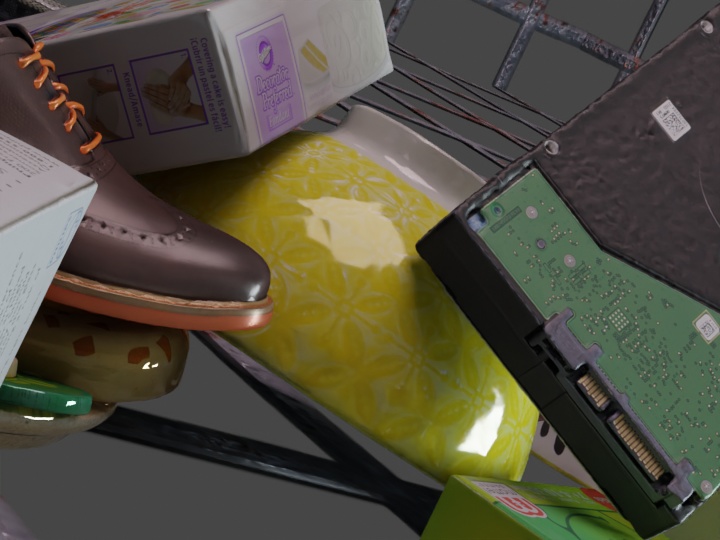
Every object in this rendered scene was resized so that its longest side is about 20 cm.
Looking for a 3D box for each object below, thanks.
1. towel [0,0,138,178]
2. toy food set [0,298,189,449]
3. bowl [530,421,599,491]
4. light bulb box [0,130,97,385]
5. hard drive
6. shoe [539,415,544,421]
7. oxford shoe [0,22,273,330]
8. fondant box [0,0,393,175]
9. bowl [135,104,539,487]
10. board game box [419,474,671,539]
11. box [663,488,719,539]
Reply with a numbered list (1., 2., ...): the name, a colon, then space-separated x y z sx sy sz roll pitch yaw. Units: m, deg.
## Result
1. towel: -0.132 -0.077 1.054 0.192 0.035 0.200 27 -20 5
2. toy food set: -0.165 0.002 0.747 0.199 0.049 0.198 29 10 17
3. bowl: 0.161 0.063 1.144 0.200 0.095 0.201 24 10 -4
4. light bulb box: -0.185 0.000 0.465 0.197 0.125 0.200 27 10 1
5. hard drive: 0.130 -0.009 0.839 0.200 0.038 0.140 -38 88 -37
6. shoe: 0.085 0.035 0.947 0.090 0.072 0.200 -12 -8 -18
7. oxford shoe: -0.113 -0.040 0.735 0.199 0.073 0.071 24 9 -10
8. fondant box: -0.106 -0.073 0.873 0.199 0.059 0.144 -10 13 26
9. bowl: 0.000 0.000 0.874 0.200 0.108 0.200 34 -3 2
10. board game box: 0.119 0.141 0.747 0.200 0.048 0.101 32 11 35
11. box: 0.205 0.125 0.967 0.199 0.078 0.095 16 13 -46
